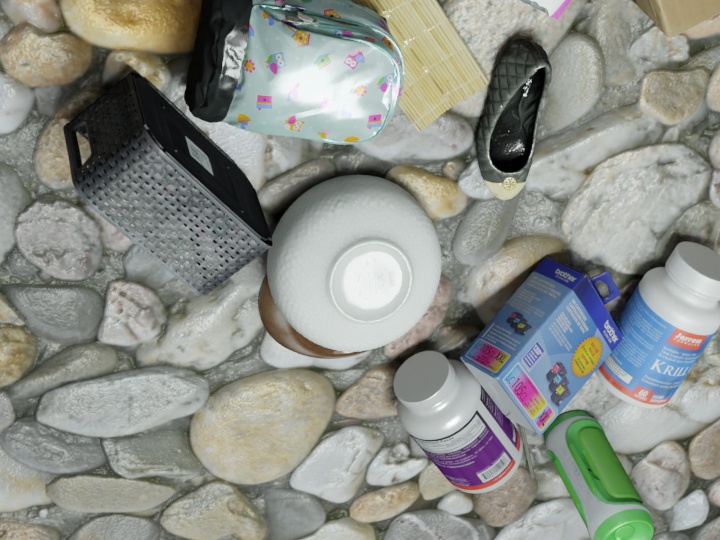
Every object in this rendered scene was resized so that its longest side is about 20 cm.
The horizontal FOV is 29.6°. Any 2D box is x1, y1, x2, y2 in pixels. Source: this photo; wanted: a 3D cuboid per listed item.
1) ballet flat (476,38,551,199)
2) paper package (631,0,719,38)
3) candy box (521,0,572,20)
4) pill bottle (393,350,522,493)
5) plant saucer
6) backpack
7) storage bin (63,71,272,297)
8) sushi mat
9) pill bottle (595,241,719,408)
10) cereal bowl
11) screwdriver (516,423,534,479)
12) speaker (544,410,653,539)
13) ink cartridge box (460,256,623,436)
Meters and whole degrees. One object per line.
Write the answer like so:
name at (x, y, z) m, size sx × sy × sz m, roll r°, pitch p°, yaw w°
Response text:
ballet flat at (0.166, -0.157, 1.481) m, size 0.066 × 0.057 × 0.200 m, roll -7°, pitch 130°, yaw -13°
paper package at (0.349, -0.359, 1.348) m, size 0.200 × 0.103 × 0.191 m, roll -28°, pitch 133°, yaw 4°
candy box at (0.162, -0.337, 1.236) m, size 0.061 × 0.200 × 0.136 m, roll 20°, pitch 120°, yaw -31°
pill bottle at (0.119, 0.188, 1.712) m, size 0.112 × 0.112 × 0.200 m, roll -31°, pitch 131°, yaw 7°
plant saucer at (-0.018, 0.036, 1.591) m, size 0.200 × 0.037 × 0.200 m, roll -9°, pitch 130°, yaw -11°
backpack at (-0.059, -0.198, 1.319) m, size 0.200 × 0.127 × 0.167 m, roll 7°, pitch 127°, yaw -17°
storage bin at (-0.191, -0.085, 1.363) m, size 0.094 × 0.135 × 0.200 m, roll -36°, pitch 131°, yaw 12°
sushi mat at (0.051, -0.234, 1.406) m, size 0.096 × 0.012 × 0.200 m, roll -32°, pitch 131°, yaw 11°
pill bottle at (0.383, 0.066, 1.703) m, size 0.112 × 0.112 × 0.200 m, roll 8°, pitch 125°, yaw -25°
cereal bowl at (0.000, 0.000, 1.496) m, size 0.200 × 0.083 × 0.200 m, roll -5°, pitch 108°, yaw -14°
screwdriver at (0.214, 0.215, 1.825) m, size 0.029 × 0.028 × 0.200 m, roll 5°, pitch 134°, yaw 17°
speaker at (0.312, 0.279, 1.794) m, size 0.088 × 0.200 × 0.088 m, roll -10°, pitch 130°, yaw -11°
ink cartridge box at (0.232, 0.081, 1.658) m, size 0.200 × 0.076 × 0.136 m, roll -49°, pitch 132°, yaw -12°
